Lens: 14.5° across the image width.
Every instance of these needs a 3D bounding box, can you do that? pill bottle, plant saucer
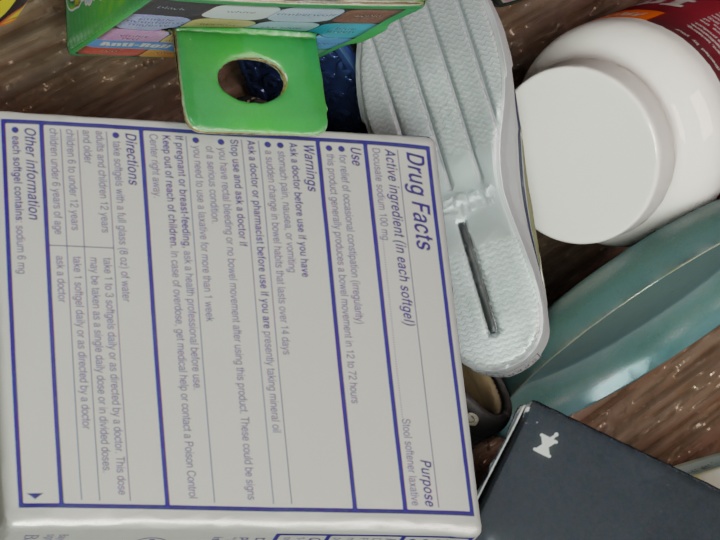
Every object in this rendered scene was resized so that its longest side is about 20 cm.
[{"bbox_3d":[0.145,-0.075,1.398,0.200,0.113,0.113,-26,104,-60],"label":"pill bottle"},{"bbox_3d":[0.142,0.016,1.388,0.200,0.200,0.027,-21,72,-40],"label":"plant saucer"}]

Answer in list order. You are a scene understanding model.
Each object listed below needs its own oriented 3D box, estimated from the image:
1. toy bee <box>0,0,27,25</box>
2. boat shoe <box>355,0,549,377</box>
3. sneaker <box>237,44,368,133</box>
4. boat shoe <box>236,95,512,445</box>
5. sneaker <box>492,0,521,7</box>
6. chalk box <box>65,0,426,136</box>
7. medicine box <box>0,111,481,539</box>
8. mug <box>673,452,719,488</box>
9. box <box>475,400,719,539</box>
[{"bbox_3d":[-0.172,-0.135,1.155,0.109,0.131,0.200,-10,78,-48],"label":"toy bee"},{"bbox_3d":[0.043,-0.048,1.295,0.062,0.072,0.200,21,58,-83],"label":"boat shoe"},{"bbox_3d":[0.012,-0.076,1.355,0.200,0.070,0.078,56,45,-26],"label":"sneaker"},{"bbox_3d":[0.000,0.000,1.312,0.200,0.060,0.074,60,31,-5],"label":"boat shoe"},{"bbox_3d":[0.067,-0.164,1.374,0.200,0.080,0.086,-9,137,-52],"label":"sneaker"},{"bbox_3d":[-0.052,-0.153,1.187,0.125,0.124,0.200,1,83,-23],"label":"chalk box"},{"bbox_3d":[-0.064,0.041,1.175,0.200,0.103,0.182,3,64,-18],"label":"medicine box"},{"bbox_3d":[0.183,0.176,1.431,0.187,0.149,0.153,-15,89,-55],"label":"mug"},{"bbox_3d":[0.137,0.156,1.283,0.200,0.197,0.124,26,85,5],"label":"box"}]
